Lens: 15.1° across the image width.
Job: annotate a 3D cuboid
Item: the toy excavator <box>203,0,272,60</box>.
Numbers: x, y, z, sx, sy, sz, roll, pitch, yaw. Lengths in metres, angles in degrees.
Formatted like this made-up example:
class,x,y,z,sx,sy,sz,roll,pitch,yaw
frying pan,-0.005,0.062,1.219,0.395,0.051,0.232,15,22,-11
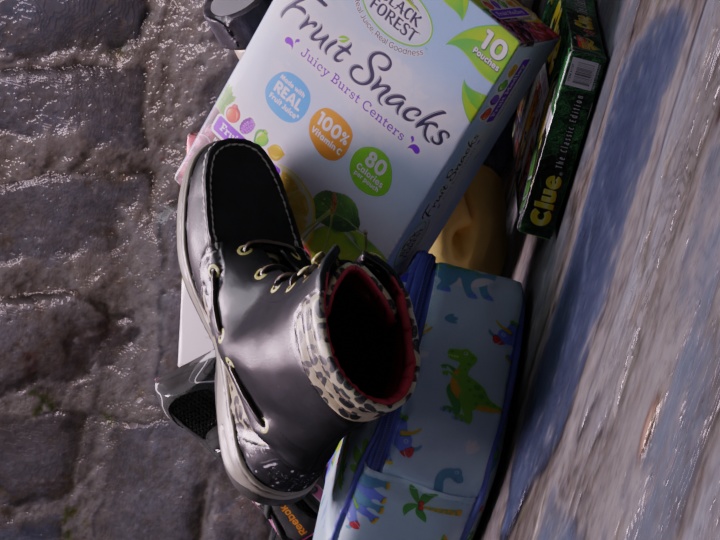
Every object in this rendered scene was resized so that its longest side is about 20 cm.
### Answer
class,x,y,z,sx,sy,sz,roll,pitch,yaw
toy excavator,0.032,-0.181,1.661,0.100,0.200,0.195,61,-142,-33

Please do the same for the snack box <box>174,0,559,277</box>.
class,x,y,z,sx,sy,sz,roll,pitch,yaw
snack box,0.000,-0.088,1.496,0.053,0.142,0.200,-16,-38,-58

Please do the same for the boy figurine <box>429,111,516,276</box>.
class,x,y,z,sx,sy,sz,roll,pitch,yaw
boy figurine,0.056,-0.029,1.632,0.124,0.064,0.200,34,-111,-68

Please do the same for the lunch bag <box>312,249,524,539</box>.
class,x,y,z,sx,sy,sz,roll,pitch,yaw
lunch bag,0.029,0.100,1.492,0.161,0.082,0.200,-75,2,-46

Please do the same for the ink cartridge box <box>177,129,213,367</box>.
class,x,y,z,sx,sy,sz,roll,pitch,yaw
ink cartridge box,-0.071,0.001,1.832,0.116,0.067,0.200,-28,-57,-67

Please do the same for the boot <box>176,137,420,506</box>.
class,x,y,z,sx,sy,sz,roll,pitch,yaw
boot,-0.030,0.006,1.409,0.154,0.073,0.204,-40,56,58

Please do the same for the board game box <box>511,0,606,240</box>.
class,x,y,z,sx,sy,sz,roll,pitch,yaw
board game box,0.108,-0.097,1.505,0.200,0.023,0.105,-84,11,-72

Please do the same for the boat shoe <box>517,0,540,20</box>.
class,x,y,z,sx,sy,sz,roll,pitch,yaw
boat shoe,0.005,-0.122,1.576,0.073,0.200,0.075,62,-171,-21

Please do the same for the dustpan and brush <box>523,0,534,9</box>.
class,x,y,z,sx,sy,sz,roll,pitch,yaw
dustpan and brush,0.091,-0.192,1.884,0.200,0.057,0.140,-121,45,-73

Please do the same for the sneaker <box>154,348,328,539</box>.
class,x,y,z,sx,sy,sz,roll,pitch,yaw
sneaker,-0.044,0.123,1.704,0.080,0.200,0.086,-35,38,30
